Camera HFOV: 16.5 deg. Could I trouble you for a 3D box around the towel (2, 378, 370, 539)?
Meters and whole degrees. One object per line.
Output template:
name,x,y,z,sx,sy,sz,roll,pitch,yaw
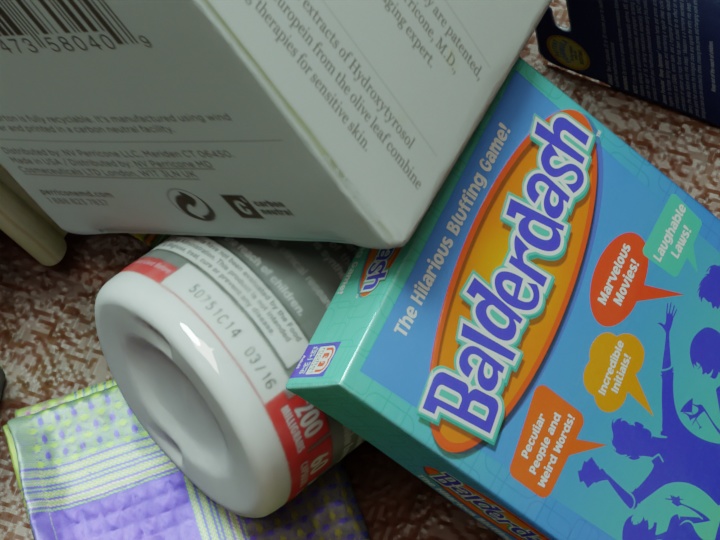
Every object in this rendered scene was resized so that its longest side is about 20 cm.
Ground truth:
towel,-0.065,0.126,1.037,0.143,0.023,0.201,-17,64,2

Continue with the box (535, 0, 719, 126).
box,0.165,-0.094,1.046,0.199,0.121,0.033,22,71,18

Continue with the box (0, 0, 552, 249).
box,-0.063,-0.134,0.936,0.198,0.200,0.172,3,53,45

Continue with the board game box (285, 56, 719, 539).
board game box,0.087,0.033,0.975,0.200,0.045,0.153,35,70,-23

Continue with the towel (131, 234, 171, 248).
towel,-0.107,-0.066,1.135,0.199,0.018,0.086,29,72,21

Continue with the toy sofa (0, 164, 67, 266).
toy sofa,-0.213,-0.074,1.110,0.200,0.083,0.098,33,83,27

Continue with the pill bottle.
pill bottle,0.000,0.000,1.020,0.200,0.114,0.114,-37,64,-23

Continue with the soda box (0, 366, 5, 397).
soda box,-0.205,0.120,1.039,0.068,0.064,0.201,4,66,10
